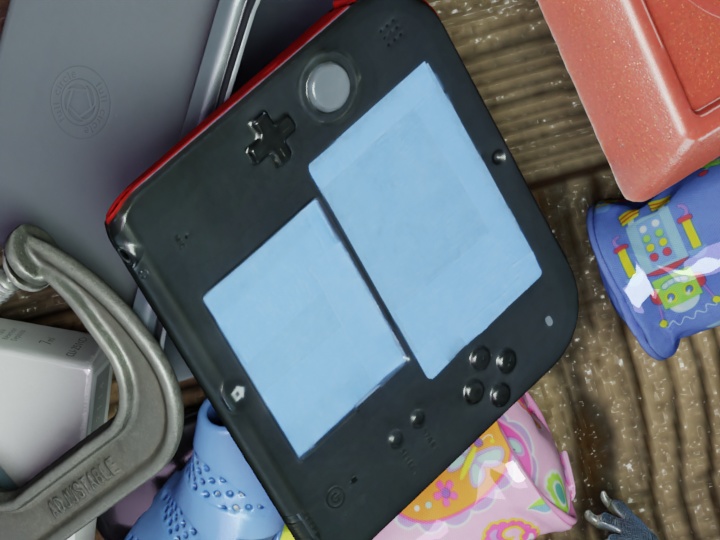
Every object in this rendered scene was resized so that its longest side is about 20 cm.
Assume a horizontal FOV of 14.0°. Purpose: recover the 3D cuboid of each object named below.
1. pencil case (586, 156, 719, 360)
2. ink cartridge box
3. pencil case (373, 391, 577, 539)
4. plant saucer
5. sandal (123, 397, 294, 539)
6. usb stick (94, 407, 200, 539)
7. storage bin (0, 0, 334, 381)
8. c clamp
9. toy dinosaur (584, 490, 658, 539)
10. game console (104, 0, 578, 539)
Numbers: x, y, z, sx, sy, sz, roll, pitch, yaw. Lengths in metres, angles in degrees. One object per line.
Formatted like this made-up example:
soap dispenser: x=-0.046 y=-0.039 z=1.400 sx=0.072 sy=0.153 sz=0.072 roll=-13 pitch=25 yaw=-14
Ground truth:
pencil case: x=0.201 y=-0.034 z=1.316 sx=0.200 sy=0.087 sz=0.078 roll=-26 pitch=103 yaw=11
ink cartridge box: x=-0.214 y=0.115 z=1.386 sx=0.176 sy=0.045 sz=0.200 roll=10 pitch=108 yaw=9
pencil case: x=0.000 y=0.123 z=1.351 sx=0.200 sy=0.087 sz=0.087 roll=-30 pitch=104 yaw=15
plant saucer: x=0.162 y=-0.159 z=1.256 sx=0.200 sy=0.037 sz=0.200 roll=-30 pitch=106 yaw=-19
sandal: x=-0.050 y=0.081 z=1.297 sx=0.200 sy=0.079 sz=0.087 roll=-51 pitch=141 yaw=-1
usb stick: x=-0.039 y=0.078 z=1.389 sx=0.200 sy=0.033 sz=0.055 roll=-23 pitch=101 yaw=9
storage bin: x=-0.084 y=-0.075 z=1.300 sx=0.134 sy=0.146 sz=0.200 roll=26 pitch=110 yaw=23
c clamp: x=-0.168 y=0.045 z=1.291 sx=0.200 sy=0.027 sz=0.171 roll=-29 pitch=91 yaw=40
toy dinosaur: x=0.079 y=0.200 z=1.398 sx=0.200 sy=0.105 sz=0.182 roll=21 pitch=126 yaw=-15
game console: x=0.000 y=0.000 z=1.236 sx=0.177 sy=0.031 sz=0.200 roll=-44 pitch=120 yaw=-26
